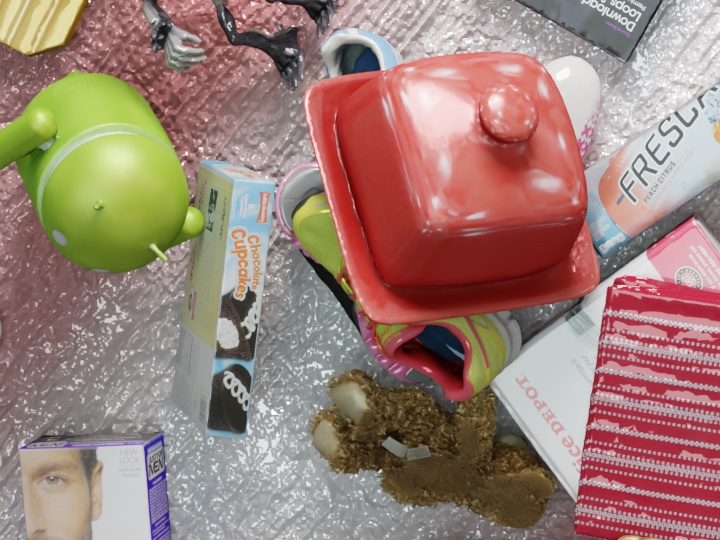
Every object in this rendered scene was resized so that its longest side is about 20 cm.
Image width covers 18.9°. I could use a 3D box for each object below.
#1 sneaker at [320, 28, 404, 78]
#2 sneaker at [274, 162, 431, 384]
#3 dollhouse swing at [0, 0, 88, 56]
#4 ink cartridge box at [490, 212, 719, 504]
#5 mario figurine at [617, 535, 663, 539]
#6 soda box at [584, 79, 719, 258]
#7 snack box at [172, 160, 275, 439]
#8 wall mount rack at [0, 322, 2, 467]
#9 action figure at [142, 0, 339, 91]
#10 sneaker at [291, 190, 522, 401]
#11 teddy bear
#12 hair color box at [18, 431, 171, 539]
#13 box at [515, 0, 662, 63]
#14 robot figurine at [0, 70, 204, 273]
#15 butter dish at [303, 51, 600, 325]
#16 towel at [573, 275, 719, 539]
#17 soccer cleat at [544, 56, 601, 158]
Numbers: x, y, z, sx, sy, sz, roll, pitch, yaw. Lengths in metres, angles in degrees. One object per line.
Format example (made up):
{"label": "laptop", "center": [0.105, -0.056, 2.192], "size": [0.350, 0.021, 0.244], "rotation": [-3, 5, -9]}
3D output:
{"label": "sneaker", "center": [0.022, -0.098, 1.644], "size": [0.072, 0.072, 0.201], "rotation": [-40, 61, 28]}
{"label": "sneaker", "center": [0.000, 0.000, 1.691], "size": [0.079, 0.095, 0.200], "rotation": [-36, 101, -11]}
{"label": "dollhouse swing", "center": [-0.280, -0.291, 1.672], "size": [0.199, 0.182, 0.176], "rotation": [28, 81, 6]}
{"label": "ink cartridge box", "center": [0.219, 0.074, 1.655], "size": [0.200, 0.084, 0.145], "rotation": [-37, 89, 12]}
{"label": "mario figurine", "center": [0.219, 0.290, 1.641], "size": [0.123, 0.200, 0.106], "rotation": [-19, 51, -9]}
{"label": "soda box", "center": [0.249, -0.091, 1.636], "size": [0.200, 0.068, 0.064], "rotation": [-35, 90, 14]}
{"label": "snack box", "center": [-0.108, 0.020, 1.695], "size": [0.037, 0.116, 0.201], "rotation": [4, 99, -19]}
{"label": "wall mount rack", "center": [-0.376, 0.108, 1.778], "size": [0.200, 0.075, 0.174], "rotation": [-30, 91, 14]}
{"label": "action figure", "center": [-0.112, -0.215, 1.631], "size": [0.199, 0.102, 0.119], "rotation": [23, 116, -30]}
{"label": "sneaker", "center": [0.028, 0.019, 1.586], "size": [0.200, 0.090, 0.078], "rotation": [37, 131, -2]}
{"label": "teddy bear", "center": [0.057, 0.135, 1.689], "size": [0.199, 0.067, 0.145], "rotation": [8, 126, 5]}
{"label": "hair color box", "center": [-0.212, 0.236, 1.769], "size": [0.109, 0.065, 0.201], "rotation": [-3, 95, 12]}
{"label": "box", "center": [0.190, -0.278, 1.644], "size": [0.143, 0.036, 0.200], "rotation": [31, 100, 7]}
{"label": "robot figurine", "center": [-0.199, -0.076, 1.663], "size": [0.116, 0.200, 0.175], "rotation": [-47, 125, 10]}
{"label": "butter dish", "center": [0.083, -0.082, 1.533], "size": [0.199, 0.148, 0.200], "rotation": [-7, 68, -22]}
{"label": "towel", "center": [0.240, 0.110, 1.602], "size": [0.144, 0.022, 0.201], "rotation": [8, 102, 5]}
{"label": "soccer cleat", "center": [0.119, -0.073, 1.656], "size": [0.070, 0.086, 0.200], "rotation": [35, 101, 5]}
